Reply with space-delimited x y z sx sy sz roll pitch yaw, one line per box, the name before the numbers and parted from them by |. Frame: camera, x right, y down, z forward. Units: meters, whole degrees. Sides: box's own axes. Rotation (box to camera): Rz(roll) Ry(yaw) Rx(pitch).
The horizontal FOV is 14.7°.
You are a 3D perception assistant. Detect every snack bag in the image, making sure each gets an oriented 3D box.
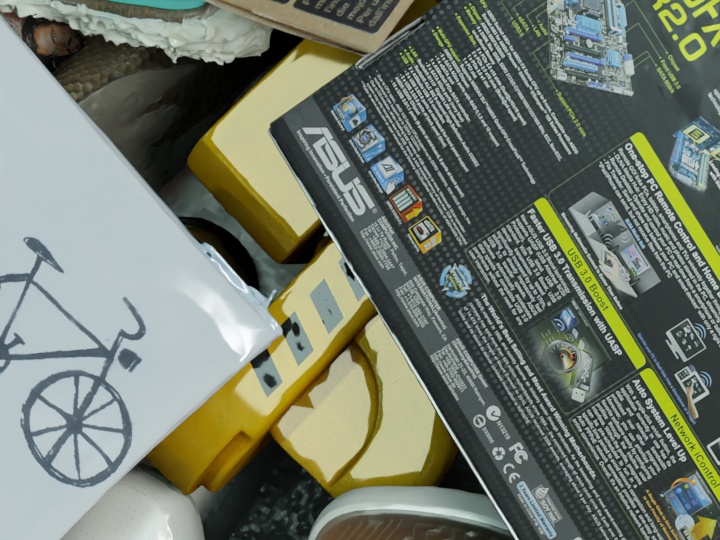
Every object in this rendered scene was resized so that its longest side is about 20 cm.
snack bag | -0.150 0.010 0.880 0.189 0.021 0.200 48 65 -4

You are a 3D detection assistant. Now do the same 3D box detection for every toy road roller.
toy road roller | 0.000 0.000 0.985 0.146 0.123 0.200 44 94 3

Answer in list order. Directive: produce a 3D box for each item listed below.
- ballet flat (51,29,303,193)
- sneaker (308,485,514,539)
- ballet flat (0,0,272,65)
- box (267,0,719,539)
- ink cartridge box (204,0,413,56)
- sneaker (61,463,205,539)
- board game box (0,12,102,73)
ballet flat | -0.069 -0.079 1.015 0.046 0.068 0.200 33 61 28
sneaker | 0.076 0.116 0.952 0.199 0.085 0.073 19 107 -6
ballet flat | -0.114 -0.110 0.952 0.199 0.072 0.072 20 84 21
box | 0.088 -0.005 0.867 0.160 0.044 0.201 -34 82 18
ink cartridge box | -0.012 -0.196 0.871 0.165 0.075 0.200 -52 45 28
sneaker | -0.119 0.160 0.996 0.070 0.080 0.201 28 84 17
board game box | -0.121 -0.162 1.039 0.135 0.035 0.201 9 78 -30
